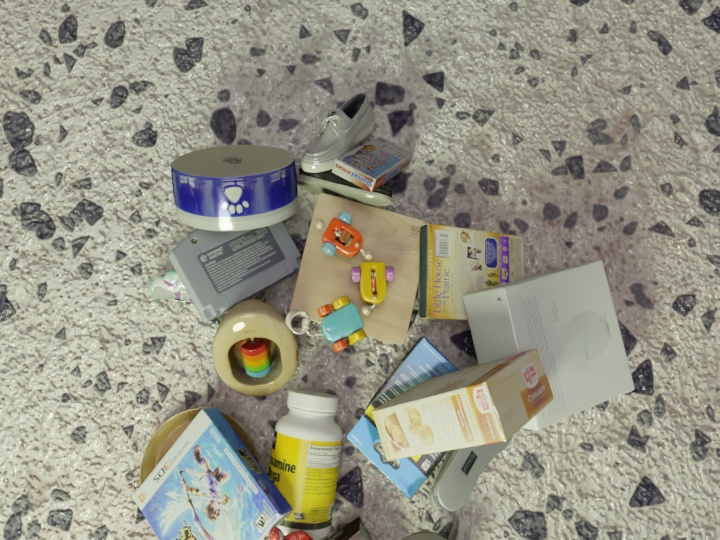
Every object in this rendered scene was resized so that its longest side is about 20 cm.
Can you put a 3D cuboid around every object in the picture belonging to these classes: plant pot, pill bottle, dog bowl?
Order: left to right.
[{"bbox_3d":[-0.259,0.329,0.916,0.192,0.028,0.208,0,83,0],"label":"plant pot"},{"bbox_3d":[-0.196,-0.136,0.888,0.192,0.202,0.082,-1,116,-1],"label":"dog bowl"},{"bbox_3d":[-0.087,0.296,0.879,0.108,0.113,0.208,8,82,0],"label":"pill bottle"}]

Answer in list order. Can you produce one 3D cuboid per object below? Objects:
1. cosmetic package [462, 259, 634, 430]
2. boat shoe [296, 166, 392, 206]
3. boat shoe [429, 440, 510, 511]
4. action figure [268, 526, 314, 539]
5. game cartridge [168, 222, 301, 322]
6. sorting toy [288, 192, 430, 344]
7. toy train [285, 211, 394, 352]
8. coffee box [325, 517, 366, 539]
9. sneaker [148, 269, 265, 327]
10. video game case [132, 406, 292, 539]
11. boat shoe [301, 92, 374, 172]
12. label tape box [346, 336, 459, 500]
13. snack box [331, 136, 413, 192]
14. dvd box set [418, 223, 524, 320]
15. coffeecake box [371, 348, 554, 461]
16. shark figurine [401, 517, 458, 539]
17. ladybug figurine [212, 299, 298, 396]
[{"bbox_3d":[0.286,0.111,0.871,0.194,0.122,0.207,-12,86,-24],"label":"cosmetic package"},{"bbox_3d":[-0.026,-0.152,0.931,0.196,0.073,0.062,17,84,38],"label":"boat shoe"},{"bbox_3d":[0.177,0.298,0.905,0.071,0.066,0.201,39,62,1],"label":"boat shoe"},{"bbox_3d":[-0.058,0.432,0.790,0.065,0.052,0.201,-42,98,-1],"label":"action figure"},{"bbox_3d":[-0.195,-0.022,0.891,0.197,0.041,0.136,-29,91,-37],"label":"game cartridge"},{"bbox_3d":[0.000,0.000,0.942,0.193,0.070,0.206,14,82,1],"label":"sorting toy"},{"bbox_3d":[-0.031,0.022,0.874,0.146,0.056,0.205,24,74,-1],"label":"toy train"},{"bbox_3d":[0.005,0.511,0.867,0.112,0.080,0.204,-30,84,-5],"label":"coffee box"},{"bbox_3d":[-0.247,0.065,0.926,0.192,0.078,0.145,-10,82,-2],"label":"sneaker"},{"bbox_3d":[-0.224,0.345,0.837,0.200,0.045,0.183,43,97,22],"label":"video game case"},{"bbox_3d":[-0.035,-0.231,0.925,0.070,0.070,0.200,17,45,32],"label":"boat shoe"},{"bbox_3d":[0.089,0.234,0.914,0.144,0.063,0.201,41,83,4],"label":"label tape box"},{"bbox_3d":[0.025,-0.176,0.910,0.070,0.200,0.025,29,120,9],"label":"snack box"},{"bbox_3d":[0.185,0.009,0.926,0.193,0.029,0.152,4,82,-24],"label":"dvd box set"},{"bbox_3d":[0.137,0.183,0.765,0.151,0.197,0.075,-13,80,-48],"label":"coffeecake box"},{"bbox_3d":[0.117,0.432,0.841,0.213,0.088,0.131,38,69,-33],"label":"shark figurine"},{"bbox_3d":[-0.164,0.120,0.882,0.130,0.205,0.073,-5,43,-10],"label":"ladybug figurine"}]
